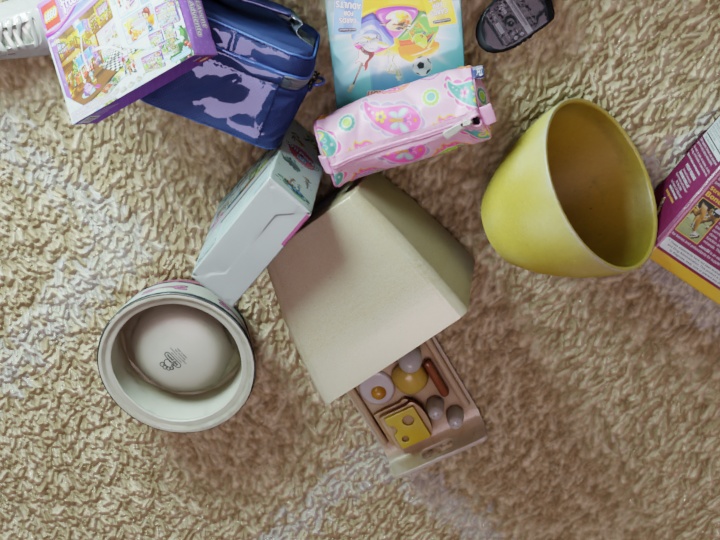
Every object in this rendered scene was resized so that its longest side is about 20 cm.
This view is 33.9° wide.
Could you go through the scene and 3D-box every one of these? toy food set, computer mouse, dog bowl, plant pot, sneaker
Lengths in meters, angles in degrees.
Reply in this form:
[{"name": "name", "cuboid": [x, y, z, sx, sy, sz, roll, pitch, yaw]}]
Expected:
[{"name": "toy food set", "cuboid": [0.058, 0.167, 1.522, 0.142, 0.061, 0.201, -26, 113, 13]}, {"name": "computer mouse", "cuboid": [0.213, -0.308, 1.303, 0.199, 0.034, 0.059, -32, 95, 11]}, {"name": "dog bowl", "cuboid": [-0.226, 0.101, 1.490, 0.197, 0.074, 0.203, 0, 117, 1]}, {"name": "plant pot", "cuboid": [0.221, -0.074, 1.343, 0.141, 0.201, 0.200, -25, 117, 43]}, {"name": "sneaker", "cuboid": [-0.397, -0.261, 1.311, 0.197, 0.081, 0.077, -9, 114, 3]}, {"name": "plant pot", "cuboid": [0.000, 0.000, 1.375, 0.199, 0.200, 0.178, -34, 101, 17]}]

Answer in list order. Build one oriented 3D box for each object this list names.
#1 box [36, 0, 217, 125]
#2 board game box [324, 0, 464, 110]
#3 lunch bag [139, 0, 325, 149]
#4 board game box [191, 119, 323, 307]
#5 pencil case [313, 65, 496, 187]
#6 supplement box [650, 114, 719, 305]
[{"name": "box", "cuboid": [-0.244, -0.250, 1.222, 0.198, 0.039, 0.139, -19, 87, 37]}, {"name": "board game box", "cuboid": [0.041, -0.251, 1.322, 0.149, 0.047, 0.202, -5, 116, 4]}, {"name": "lunch bag", "cuboid": [-0.134, -0.233, 1.285, 0.198, 0.136, 0.133, 19, 116, -8]}, {"name": "board game box", "cuboid": [-0.110, -0.070, 1.330, 0.064, 0.201, 0.148, 37, 113, -15]}, {"name": "pencil case", "cuboid": [0.050, -0.158, 1.295, 0.198, 0.088, 0.088, -15, 115, 10]}, {"name": "supplement box", "cuboid": [0.429, -0.080, 1.365, 0.130, 0.104, 0.201, 32, 114, -13]}]
